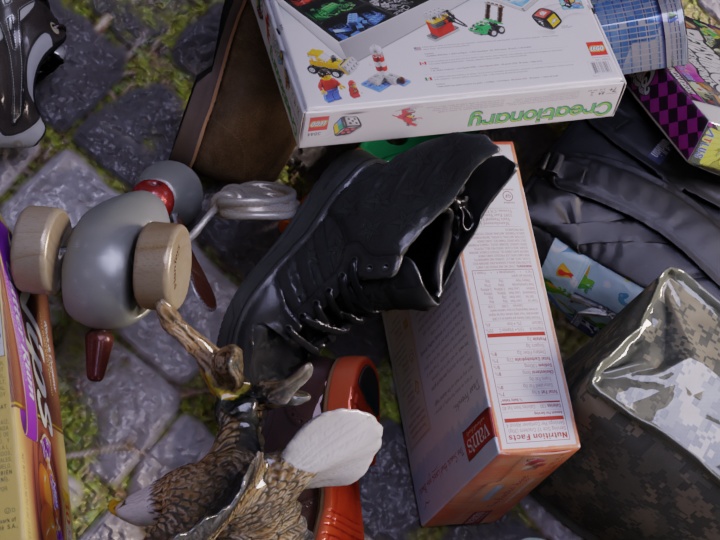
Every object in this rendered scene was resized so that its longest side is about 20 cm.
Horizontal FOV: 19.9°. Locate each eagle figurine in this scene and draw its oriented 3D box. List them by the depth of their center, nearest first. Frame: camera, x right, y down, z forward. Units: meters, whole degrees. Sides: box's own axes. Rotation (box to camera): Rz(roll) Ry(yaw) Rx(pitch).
[{"bbox_3d":[-0.090,0.145,1.121,0.151,0.151,0.201,24,59,-15],"label":"eagle figurine"}]

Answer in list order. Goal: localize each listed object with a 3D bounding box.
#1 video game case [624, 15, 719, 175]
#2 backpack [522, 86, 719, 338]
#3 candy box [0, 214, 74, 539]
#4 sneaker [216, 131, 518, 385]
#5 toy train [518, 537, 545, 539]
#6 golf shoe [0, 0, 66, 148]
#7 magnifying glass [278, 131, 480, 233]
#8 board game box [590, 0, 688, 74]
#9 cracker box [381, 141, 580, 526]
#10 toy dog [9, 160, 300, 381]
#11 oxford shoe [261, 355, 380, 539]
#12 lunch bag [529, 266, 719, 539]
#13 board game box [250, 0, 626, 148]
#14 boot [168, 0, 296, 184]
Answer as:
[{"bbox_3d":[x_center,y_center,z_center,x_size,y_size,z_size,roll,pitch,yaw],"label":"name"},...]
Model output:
[{"bbox_3d":[0.255,-0.111,1.366,0.180,0.036,0.200,15,27,-26],"label":"video game case"},{"bbox_3d":[0.209,-0.008,1.327,0.199,0.154,0.163,21,51,18],"label":"backpack"},{"bbox_3d":[-0.204,0.080,1.141,0.056,0.117,0.201,-10,66,3],"label":"candy box"},{"bbox_3d":[0.001,0.001,1.186,0.104,0.060,0.200,27,82,39],"label":"sneaker"},{"bbox_3d":[0.130,0.233,1.212,0.199,0.085,0.115,20,72,-11],"label":"toy train"},{"bbox_3d":[-0.230,-0.162,1.290,0.094,0.078,0.201,19,61,-29],"label":"golf shoe"},{"bbox_3d":[0.016,-0.084,1.358,0.080,0.022,0.200,42,58,4],"label":"magnifying glass"},{"bbox_3d":[0.145,-0.206,1.354,0.199,0.062,0.201,-11,40,0],"label":"board game box"},{"bbox_3d":[0.065,0.040,1.247,0.057,0.134,0.201,-1,66,-20],"label":"cracker box"},{"bbox_3d":[-0.131,0.001,1.199,0.131,0.097,0.200,15,18,27],"label":"toy dog"},{"bbox_3d":[-0.038,0.148,1.212,0.072,0.071,0.201,2,67,20],"label":"oxford shoe"},{"bbox_3d":[0.210,0.118,1.241,0.200,0.164,0.118,39,61,2],"label":"lunch bag"},{"bbox_3d":[0.044,-0.139,1.219,0.199,0.035,0.127,-6,53,-16],"label":"board game box"},{"bbox_3d":[-0.055,-0.148,1.285,0.075,0.201,0.074,19,16,-5],"label":"boot"}]
